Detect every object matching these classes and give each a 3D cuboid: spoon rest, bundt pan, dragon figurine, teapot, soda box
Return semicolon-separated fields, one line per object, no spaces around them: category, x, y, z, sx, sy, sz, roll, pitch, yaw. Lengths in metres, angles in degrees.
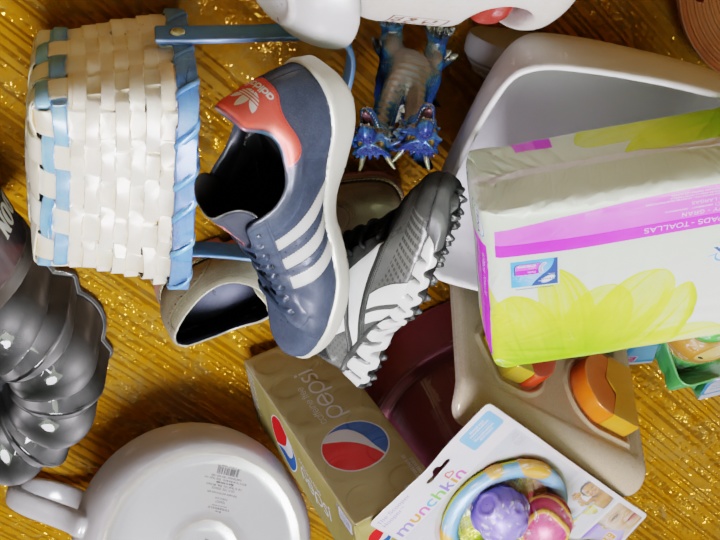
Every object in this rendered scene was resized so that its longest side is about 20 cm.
spoon rest;-0.057;-0.216;0.732;0.060;0.099;0.201;-34;89;-19
bundt pan;-0.277;0.082;0.924;0.199;0.076;0.204;-7;127;-9
dragon figurine;0.024;-0.099;0.813;0.058;0.200;0.101;14;85;0
teapot;-0.145;0.207;1.012;0.196;0.146;0.202;-31;104;-19
soda box;-0.015;0.130;0.946;0.067;0.200;0.065;-22;129;-17

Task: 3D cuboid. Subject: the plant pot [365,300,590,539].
plant pot;0.109;0.150;1.010;0.198;0.180;0.202;-8;126;-10

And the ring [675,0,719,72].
ring;0.312;-0.222;0.902;0.198;0.019;0.202;-8;127;-10

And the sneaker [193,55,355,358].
sneaker;-0.056;-0.026;0.758;0.084;0.075;0.202;-24;131;-33

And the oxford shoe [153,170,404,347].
oxford shoe;-0.053;-0.002;0.924;0.199;0.074;0.071;-29;127;6

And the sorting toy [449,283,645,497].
sorting toy;0.139;0.044;0.938;0.184;0.202;0.036;27;138;-30

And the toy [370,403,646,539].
toy;0.114;0.182;0.882;0.115;0.047;0.199;-47;130;9

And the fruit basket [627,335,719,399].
fruit basket;0.303;0.031;0.984;0.183;0.095;0.200;-11;165;-12

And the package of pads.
package of pads;0.169;-0.017;0.802;0.198;0.069;0.155;-9;138;2

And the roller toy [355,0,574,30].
roller toy;0.052;-0.228;0.721;0.138;0.202;0.183;1;142;-15

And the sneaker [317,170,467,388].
sneaker;0.000;0.000;0.831;0.090;0.067;0.201;26;140;-3

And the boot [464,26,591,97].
boot;0.150;-0.104;0.906;0.198;0.074;0.096;11;114;-23

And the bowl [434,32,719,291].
bowl;0.147;-0.069;0.851;0.197;0.075;0.201;9;134;-15

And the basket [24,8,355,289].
basket;-0.110;-0.080;0.812;0.198;0.140;0.178;4;127;-12

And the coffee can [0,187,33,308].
coffee can;-0.307;-0.060;0.770;0.145;0.147;0.201;-23;127;2
